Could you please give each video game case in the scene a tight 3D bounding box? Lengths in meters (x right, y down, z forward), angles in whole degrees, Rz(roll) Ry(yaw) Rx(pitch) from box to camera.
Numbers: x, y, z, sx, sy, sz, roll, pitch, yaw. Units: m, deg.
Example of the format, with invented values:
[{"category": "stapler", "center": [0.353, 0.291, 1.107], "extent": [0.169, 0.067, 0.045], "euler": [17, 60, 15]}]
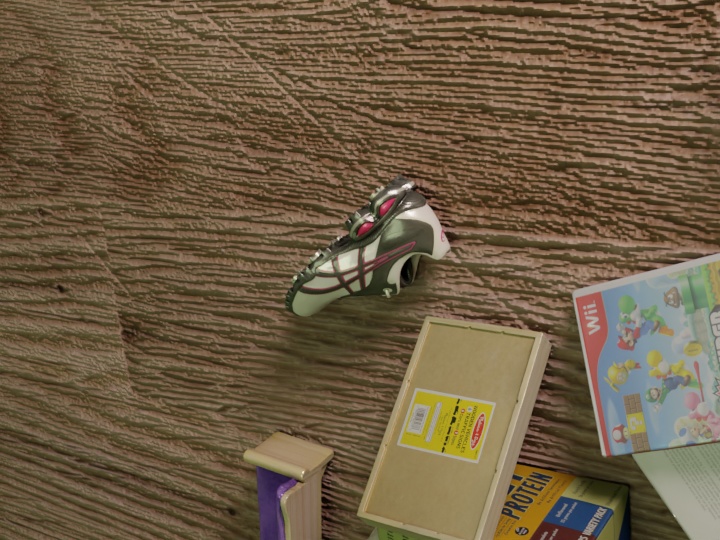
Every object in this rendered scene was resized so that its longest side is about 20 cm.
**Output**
[{"category": "video game case", "center": [0.271, 0.065, 0.820], "extent": [0.198, 0.017, 0.146], "euler": [-17, 77, 39]}]

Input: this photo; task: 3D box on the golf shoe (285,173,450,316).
[{"category": "golf shoe", "center": [0.000, 0.000, 0.984], "extent": [0.088, 0.077, 0.200], "euler": [48, 128, 1]}]

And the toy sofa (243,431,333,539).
[{"category": "toy sofa", "center": [-0.087, 0.294, 1.139], "extent": [0.082, 0.097, 0.204], "euler": [13, 115, 30]}]

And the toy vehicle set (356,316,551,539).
[{"category": "toy vehicle set", "center": [0.085, 0.143, 0.919], "extent": [0.122, 0.203, 0.027], "euler": [7, 156, 34]}]

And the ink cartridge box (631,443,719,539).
[{"category": "ink cartridge box", "center": [0.346, 0.184, 0.828], "extent": [0.173, 0.043, 0.202], "euler": [-38, 83, 32]}]

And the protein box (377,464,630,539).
[{"category": "protein box", "center": [0.139, 0.301, 0.958], "extent": [0.197, 0.134, 0.202], "euler": [5, 111, 33]}]

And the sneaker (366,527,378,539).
[{"category": "sneaker", "center": [0.030, 0.354, 1.092], "extent": [0.074, 0.081, 0.204], "euler": [7, 113, 31]}]
